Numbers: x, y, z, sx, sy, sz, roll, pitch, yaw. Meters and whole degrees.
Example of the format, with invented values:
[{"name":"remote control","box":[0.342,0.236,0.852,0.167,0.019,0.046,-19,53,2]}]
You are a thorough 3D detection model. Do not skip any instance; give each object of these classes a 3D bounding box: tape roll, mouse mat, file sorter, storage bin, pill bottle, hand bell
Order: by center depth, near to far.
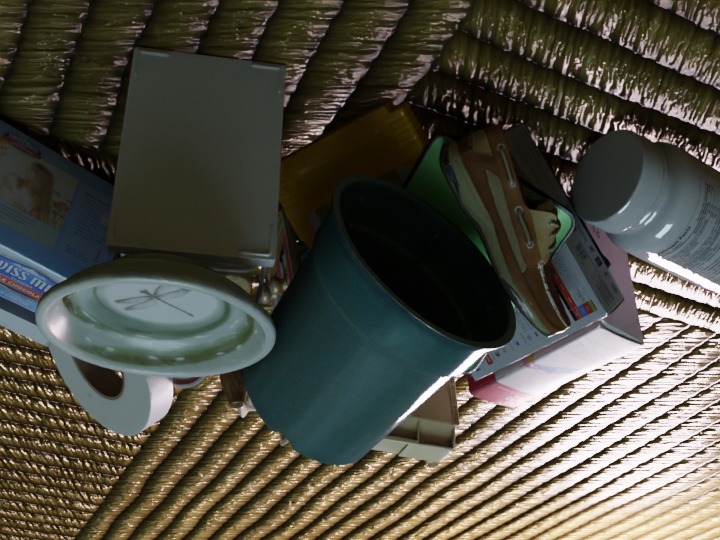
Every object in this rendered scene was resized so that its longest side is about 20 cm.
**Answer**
[{"name":"file sorter","box":[-0.146,-0.075,0.902,0.136,0.204,0.125,5,151,-9]},{"name":"mouse mat","box":[0.091,-0.013,0.960,0.159,0.008,0.202,32,112,-2]},{"name":"pill bottle","box":[0.314,-0.059,1.004,0.197,0.115,0.113,22,141,-29]},{"name":"hand bell","box":[-0.142,0.052,1.079,0.102,0.204,0.105,-7,151,-4]},{"name":"tape roll","box":[-0.291,0.092,1.141,0.037,0.204,0.203,-31,170,-41]},{"name":"storage bin","box":[0.009,0.129,1.211,0.196,0.202,0.094,12,141,-20]}]

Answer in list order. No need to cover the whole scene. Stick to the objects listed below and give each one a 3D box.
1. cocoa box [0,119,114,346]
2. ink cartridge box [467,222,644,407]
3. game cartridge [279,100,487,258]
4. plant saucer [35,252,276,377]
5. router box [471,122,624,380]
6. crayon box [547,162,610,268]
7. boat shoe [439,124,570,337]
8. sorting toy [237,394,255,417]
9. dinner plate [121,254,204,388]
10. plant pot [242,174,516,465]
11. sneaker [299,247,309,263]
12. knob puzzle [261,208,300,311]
[{"name":"cocoa box","box":[-0.350,-0.043,0.984,0.198,0.135,0.131,31,137,-27]},{"name":"ink cartridge box","box":[0.209,0.049,1.136,0.085,0.150,0.199,22,141,-35]},{"name":"game cartridge","box":[0.018,-0.049,0.996,0.174,0.033,0.202,-24,106,31]},{"name":"plant saucer","box":[-0.167,0.031,0.834,0.195,0.051,0.201,1,153,1]},{"name":"router box","box":[0.139,-0.015,1.013,0.178,0.202,0.049,-31,178,40]},{"name":"crayon box","box":[0.151,-0.008,1.072,0.199,0.128,0.051,-34,177,40]},{"name":"boat shoe","box":[0.144,-0.037,0.899,0.073,0.076,0.202,-28,103,12]},{"name":"sorting toy","box":[-0.068,0.167,1.370,0.195,0.109,0.181,3,154,-5]},{"name":"dinner plate","box":[-0.223,0.033,1.086,0.024,0.202,0.200,-29,170,-42]},{"name":"plant pot","box":[0.003,0.056,0.899,0.198,0.202,0.197,22,123,-31]},{"name":"sneaker","box":[0.000,0.000,1.136,0.075,0.107,0.198,-14,177,35]},{"name":"knob puzzle","box":[-0.083,0.064,1.083,0.030,0.223,0.221,-6,149,-14]}]
